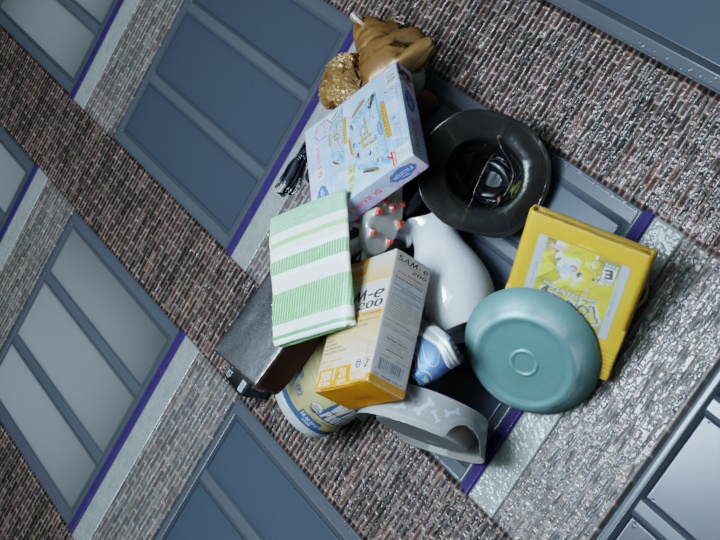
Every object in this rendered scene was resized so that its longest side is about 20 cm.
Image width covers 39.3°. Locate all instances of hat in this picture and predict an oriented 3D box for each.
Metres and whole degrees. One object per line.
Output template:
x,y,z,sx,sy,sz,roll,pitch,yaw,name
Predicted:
0.183,-0.148,1.517,0.198,0.081,0.203,0,98,3,hat

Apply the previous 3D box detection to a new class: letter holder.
-0.104,0.085,1.554,0.100,0.142,0.201,35,88,28,letter holder

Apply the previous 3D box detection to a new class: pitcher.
0.106,0.010,1.518,0.170,0.122,0.202,-15,64,-3,pitcher

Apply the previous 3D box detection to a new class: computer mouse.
-0.038,-0.158,1.614,0.199,0.053,0.139,24,70,29,computer mouse

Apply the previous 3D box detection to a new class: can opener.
0.118,-0.158,1.576,0.200,0.064,0.078,-49,46,-12,can opener

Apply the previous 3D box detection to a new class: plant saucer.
0.232,0.121,1.400,0.198,0.036,0.202,13,121,23,plant saucer

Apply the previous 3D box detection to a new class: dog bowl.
0.095,0.217,1.461,0.199,0.200,0.059,10,71,38,dog bowl

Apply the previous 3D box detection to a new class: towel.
-0.071,-0.001,1.453,0.151,0.023,0.202,-18,66,34,towel

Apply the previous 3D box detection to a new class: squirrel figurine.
0.015,-0.338,1.646,0.198,0.142,0.188,-27,54,-3,squirrel figurine

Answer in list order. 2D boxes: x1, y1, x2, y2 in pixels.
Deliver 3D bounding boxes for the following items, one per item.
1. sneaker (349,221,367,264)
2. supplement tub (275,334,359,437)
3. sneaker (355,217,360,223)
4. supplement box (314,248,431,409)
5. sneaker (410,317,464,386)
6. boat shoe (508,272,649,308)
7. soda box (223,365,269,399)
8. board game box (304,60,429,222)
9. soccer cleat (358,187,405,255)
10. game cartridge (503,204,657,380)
0.000,0.000,1.585,0.075,0.200,0.088,-32,59,-4,sneaker
-0.026,0.159,1.590,0.199,0.144,0.146,-35,61,27,supplement tub
-0.060,-0.044,1.681,0.088,0.081,0.202,39,121,42,sneaker
0.017,0.084,1.422,0.125,0.073,0.202,-20,49,49,supplement box
0.068,0.101,1.458,0.077,0.076,0.200,-40,28,-10,sneaker
0.299,0.025,1.412,0.201,0.075,0.076,-1,80,37,boat shoe
-0.149,0.125,1.738,0.063,0.070,0.201,45,108,35,soda box
0.004,-0.183,1.509,0.199,0.041,0.202,-33,45,30,board game box
0.028,-0.114,1.524,0.077,0.069,0.202,-7,63,46,soccer cleat
0.286,0.032,1.366,0.175,0.032,0.202,22,119,18,game cartridge
